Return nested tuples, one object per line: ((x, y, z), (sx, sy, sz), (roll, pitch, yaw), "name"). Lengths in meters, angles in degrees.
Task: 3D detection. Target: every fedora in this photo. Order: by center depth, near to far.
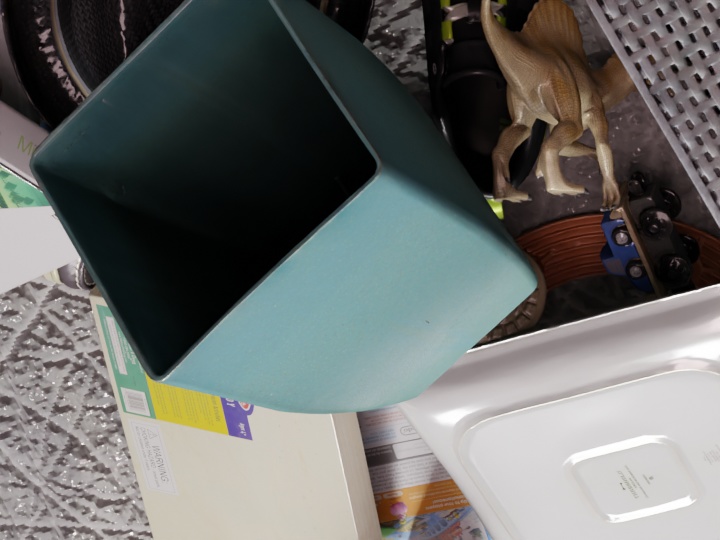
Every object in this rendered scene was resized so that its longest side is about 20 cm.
((-0.080, -0.139, 1.416), (0.200, 0.092, 0.201), (0, 93, -4), "fedora")

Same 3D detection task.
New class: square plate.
((0.138, 0.096, 1.518), (0.198, 0.029, 0.200), (-15, 135, 20), "square plate")

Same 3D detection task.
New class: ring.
((0.134, 0.063, 1.585), (0.200, 0.019, 0.201), (2, 114, 4), "ring")

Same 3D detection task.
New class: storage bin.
((0.187, -0.106, 1.437), (0.094, 0.135, 0.200), (-28, 109, 16), "storage bin")

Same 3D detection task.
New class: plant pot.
((-0.018, -0.022, 1.382), (0.141, 0.142, 0.200), (-43, 147, 15), "plant pot")

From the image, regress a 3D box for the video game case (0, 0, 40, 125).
((-0.256, -0.159, 1.476), (0.182, 0.022, 0.201), (-1, 109, 9), "video game case")

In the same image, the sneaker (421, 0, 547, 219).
((0.065, -0.122, 1.469), (0.071, 0.083, 0.201), (-6, 114, 7), "sneaker")

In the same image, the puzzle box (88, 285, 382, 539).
((-0.060, 0.091, 1.555), (0.133, 0.025, 0.200), (11, 134, 25), "puzzle box")

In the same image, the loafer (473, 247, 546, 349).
((0.000, 0.000, 1.529), (0.199, 0.067, 0.076), (22, 76, 15), "loafer")

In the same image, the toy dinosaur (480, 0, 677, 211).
((0.087, -0.085, 1.442), (0.058, 0.200, 0.102), (-2, 81, 32), "toy dinosaur")

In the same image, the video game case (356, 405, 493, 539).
((-0.002, 0.125, 1.616), (0.143, 0.018, 0.200), (-12, 113, 18), "video game case")

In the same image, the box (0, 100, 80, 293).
((-0.226, -0.036, 1.480), (0.144, 0.036, 0.200), (33, 143, -29), "box")

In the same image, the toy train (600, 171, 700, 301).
((0.167, 0.039, 1.544), (0.046, 0.034, 0.200), (-13, 114, 24), "toy train")

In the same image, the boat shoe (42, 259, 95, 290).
((-0.101, -0.069, 1.510), (0.065, 0.072, 0.200), (31, 109, 12), "boat shoe")

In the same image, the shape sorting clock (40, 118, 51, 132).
((-0.214, -0.127, 1.514), (0.199, 0.039, 0.201), (2, 115, 4), "shape sorting clock")
